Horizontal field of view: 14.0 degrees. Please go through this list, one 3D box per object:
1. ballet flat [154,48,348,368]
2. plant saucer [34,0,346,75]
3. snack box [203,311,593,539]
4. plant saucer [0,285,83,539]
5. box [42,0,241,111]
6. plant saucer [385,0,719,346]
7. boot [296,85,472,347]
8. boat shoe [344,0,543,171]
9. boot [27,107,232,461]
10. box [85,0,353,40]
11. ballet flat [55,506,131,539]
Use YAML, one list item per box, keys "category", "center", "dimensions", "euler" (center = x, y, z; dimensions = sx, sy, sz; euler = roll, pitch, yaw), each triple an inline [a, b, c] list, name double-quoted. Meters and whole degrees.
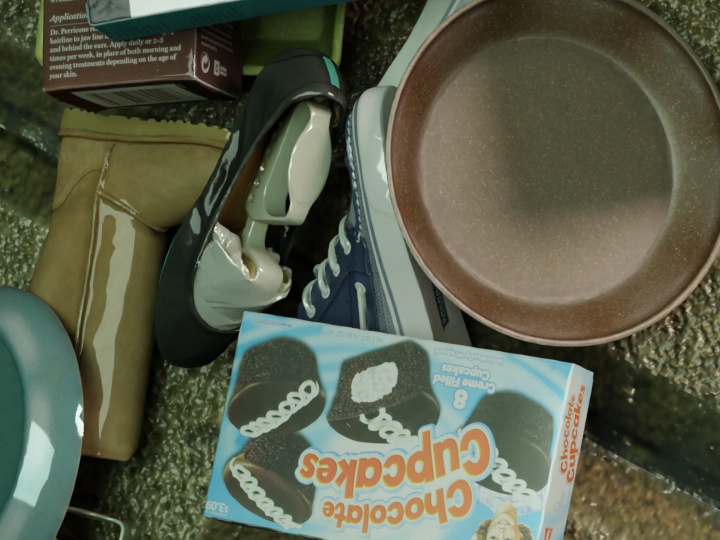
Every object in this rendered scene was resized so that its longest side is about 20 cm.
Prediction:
- category: "ballet flat"
  center: [-0.060, -0.027, 1.633]
  dimensions: [0.068, 0.068, 0.201]
  euler: [43, 116, 56]
- category: "plant saucer"
  center: [-0.086, -0.211, 1.740]
  dimensions: [0.199, 0.048, 0.201]
  euler: [4, 84, 22]
- category: "snack box"
  center: [0.019, 0.094, 1.577]
  dimensions: [0.199, 0.037, 0.117]
  euler: [8, 83, 26]
- category: "plant saucer"
  center: [-0.236, 0.105, 1.726]
  dimensions: [0.200, 0.027, 0.201]
  euler: [-16, 67, 42]
- category: "box"
  center: [-0.125, -0.197, 1.689]
  dimensions: [0.100, 0.075, 0.201]
  euler: [-3, 83, 20]
- category: "plant saucer"
  center: [0.106, -0.057, 1.604]
  dimensions: [0.199, 0.037, 0.202]
  euler: [2, 82, -13]
- category: "boot"
  center: [0.000, 0.000, 1.635]
  dimensions: [0.090, 0.073, 0.201]
  euler: [-7, 103, 24]
- category: "boat shoe"
  center: [0.068, -0.125, 1.659]
  dimensions: [0.071, 0.070, 0.201]
  euler: [33, 100, 13]
- category: "boot"
  center: [-0.124, 0.014, 1.718]
  dimensions: [0.175, 0.066, 0.201]
  euler: [8, 85, 35]
- category: "box"
  center: [-0.052, -0.183, 1.602]
  dimensions: [0.199, 0.049, 0.083]
  euler: [-8, 81, 11]
- category: "ballet flat"
  center: [-0.139, 0.181, 1.697]
  dimensions: [0.199, 0.069, 0.063]
  euler: [26, 85, 23]
